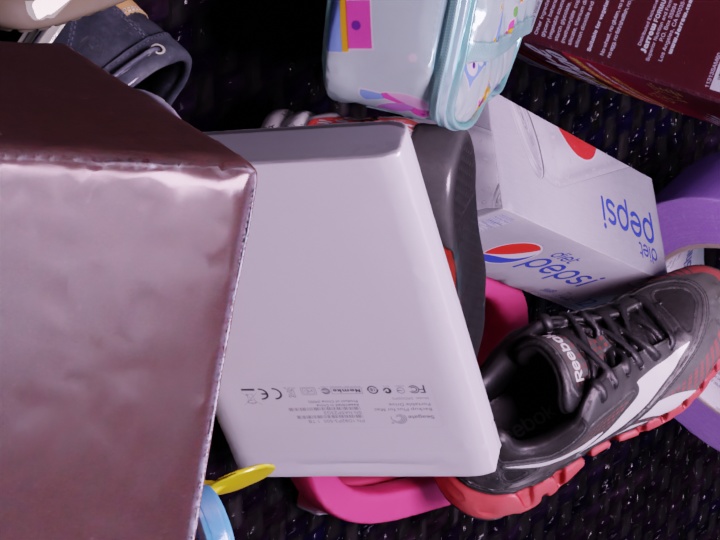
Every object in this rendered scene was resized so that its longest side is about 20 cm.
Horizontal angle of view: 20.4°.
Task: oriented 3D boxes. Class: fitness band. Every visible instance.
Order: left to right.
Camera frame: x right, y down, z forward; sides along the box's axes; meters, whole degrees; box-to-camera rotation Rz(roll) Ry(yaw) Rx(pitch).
[{"bbox_3d":[0.025,0.062,1.075,0.200,0.037,0.144,-4,111,-53],"label":"fitness band"}]

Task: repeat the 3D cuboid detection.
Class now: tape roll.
[{"bbox_3d":[0.248,0.026,1.211,0.066,0.200,0.200,-41,137,-35],"label":"tape roll"}]

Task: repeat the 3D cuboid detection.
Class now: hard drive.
[{"bbox_3d":[-0.020,0.020,0.909,0.026,0.132,0.200,-73,154,-44],"label":"hard drive"}]

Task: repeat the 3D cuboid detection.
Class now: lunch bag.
[{"bbox_3d":[0.041,-0.145,0.895,0.200,0.077,0.161,-42,141,-72],"label":"lunch bag"}]

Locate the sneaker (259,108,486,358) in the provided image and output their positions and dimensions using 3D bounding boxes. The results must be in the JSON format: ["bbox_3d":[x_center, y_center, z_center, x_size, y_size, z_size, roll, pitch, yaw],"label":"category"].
[{"bbox_3d":[0.000,-0.001,0.958,0.201,0.108,0.067,83,21,-51],"label":"sneaker"}]

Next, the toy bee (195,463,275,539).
[{"bbox_3d":[-0.107,0.130,0.901,0.131,0.109,0.200,8,89,-23],"label":"toy bee"}]

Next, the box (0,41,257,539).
[{"bbox_3d":[-0.166,0.017,0.634,0.200,0.166,0.164,2,107,-30],"label":"box"}]

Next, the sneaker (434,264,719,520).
[{"bbox_3d":[0.126,0.053,1.062,0.200,0.071,0.098,-32,154,-14],"label":"sneaker"}]

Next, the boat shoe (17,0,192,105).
[{"bbox_3d":[-0.133,-0.023,0.784,0.200,0.062,0.075,-59,169,-14],"label":"boat shoe"}]

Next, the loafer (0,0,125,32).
[{"bbox_3d":[-0.078,-0.154,0.788,0.200,0.076,0.068,-34,138,-40],"label":"loafer"}]

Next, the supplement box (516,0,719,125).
[{"bbox_3d":[0.150,-0.117,1.003,0.109,0.200,0.061,17,95,-55],"label":"supplement box"}]

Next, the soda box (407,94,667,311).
[{"bbox_3d":[0.093,-0.034,1.072,0.200,0.063,0.068,20,58,-55],"label":"soda box"}]
